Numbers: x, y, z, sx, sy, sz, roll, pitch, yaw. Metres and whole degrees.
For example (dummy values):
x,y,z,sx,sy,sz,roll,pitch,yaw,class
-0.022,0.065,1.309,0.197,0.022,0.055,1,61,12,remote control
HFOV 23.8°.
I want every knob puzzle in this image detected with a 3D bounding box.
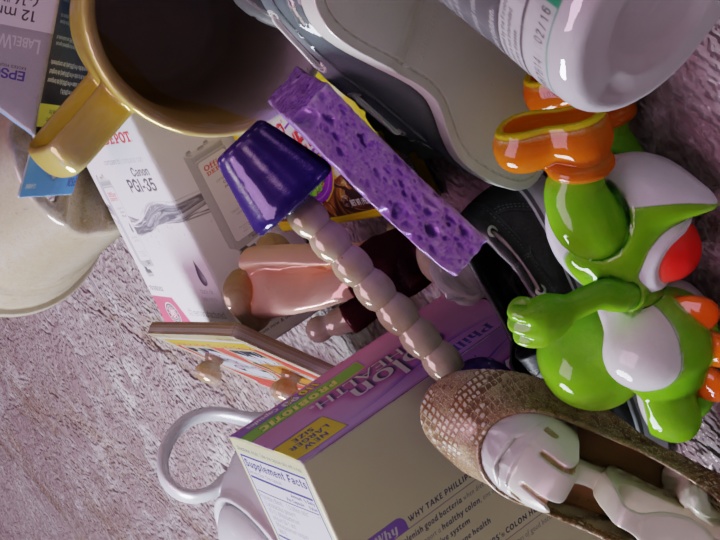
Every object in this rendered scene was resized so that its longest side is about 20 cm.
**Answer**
x,y,z,sx,sy,sz,roll,pitch,yaw,class
-0.036,0.087,1.174,0.219,0.031,0.220,20,169,4,knob puzzle

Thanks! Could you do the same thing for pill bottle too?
x,y,z,sx,sy,sz,roll,pitch,yaw,class
0.060,-0.167,0.731,0.200,0.113,0.113,43,152,28,pill bottle

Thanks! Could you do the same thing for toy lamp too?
x,y,z,sx,sy,sz,roll,pitch,yaw,class
0.000,0.000,0.951,0.200,0.058,0.058,47,157,-7,toy lamp

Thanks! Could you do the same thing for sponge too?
x,y,z,sx,sy,sz,roll,pitch,yaw,class
0.004,-0.058,0.908,0.112,0.030,0.200,43,-178,-11,sponge

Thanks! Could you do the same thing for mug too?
x,y,z,sx,sy,sz,roll,pitch,yaw,class
-0.128,-0.153,1.042,0.153,0.186,0.150,15,122,68,mug

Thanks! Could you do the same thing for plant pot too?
x,y,z,sx,sy,sz,roll,pitch,yaw,class
-0.254,-0.076,1.376,0.183,0.200,0.201,-18,104,53,plant pot

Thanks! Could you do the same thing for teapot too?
x,y,z,sx,sy,sz,roll,pitch,yaw,class
-0.050,0.203,1.339,0.200,0.146,0.198,9,127,60,teapot

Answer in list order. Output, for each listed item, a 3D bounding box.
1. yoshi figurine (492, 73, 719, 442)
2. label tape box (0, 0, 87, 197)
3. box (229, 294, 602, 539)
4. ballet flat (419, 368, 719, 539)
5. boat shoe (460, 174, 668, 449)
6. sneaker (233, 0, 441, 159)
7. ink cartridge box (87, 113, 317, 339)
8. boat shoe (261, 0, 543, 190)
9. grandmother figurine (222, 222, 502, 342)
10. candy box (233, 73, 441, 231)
x,y,z,sx,sy,sz,roll,pitch,yaw,class
0.113,0.001,0.853,0.201,0.112,0.112,67,170,-25,yoshi figurine
-0.215,-0.153,1.135,0.066,0.201,0.143,13,-175,5,label tape box
0.047,0.146,1.049,0.097,0.176,0.201,9,128,59,box
0.125,0.109,0.901,0.199,0.065,0.071,21,105,2,ballet flat
0.108,0.041,0.953,0.069,0.057,0.201,1,120,62,boat shoe
-0.005,-0.155,0.934,0.200,0.073,0.082,42,150,10,sneaker
-0.122,-0.047,1.255,0.146,0.083,0.201,2,122,62,ink cartridge box
0.026,-0.104,0.846,0.062,0.073,0.200,13,165,45,boat shoe
0.005,0.000,1.037,0.199,0.122,0.061,-10,130,41,grandmother figurine
-0.025,-0.080,1.102,0.200,0.026,0.103,-7,110,63,candy box
